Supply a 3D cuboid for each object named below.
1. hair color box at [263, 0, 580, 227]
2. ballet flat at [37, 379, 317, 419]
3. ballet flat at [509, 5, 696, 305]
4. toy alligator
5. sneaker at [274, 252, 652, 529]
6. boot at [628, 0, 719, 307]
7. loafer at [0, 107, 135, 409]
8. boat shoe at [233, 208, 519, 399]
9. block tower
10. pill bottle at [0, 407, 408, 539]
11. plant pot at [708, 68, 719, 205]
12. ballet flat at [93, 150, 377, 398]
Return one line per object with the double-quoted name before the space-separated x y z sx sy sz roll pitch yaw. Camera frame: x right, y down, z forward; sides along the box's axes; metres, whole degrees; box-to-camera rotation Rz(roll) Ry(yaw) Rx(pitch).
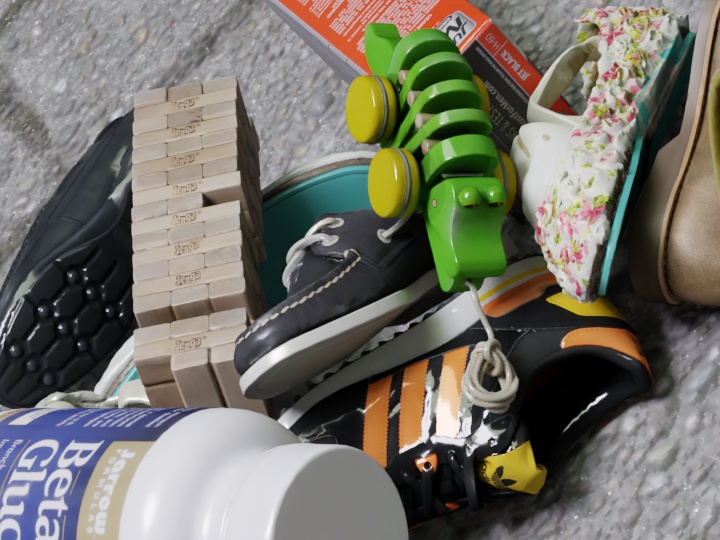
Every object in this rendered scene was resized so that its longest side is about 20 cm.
"hair color box" 0.025 -0.108 1.268 0.061 0.101 0.200 -46 38 1
"ballet flat" -0.114 0.078 1.215 0.199 0.070 0.070 -17 45 12
"ballet flat" 0.101 -0.055 1.140 0.064 0.076 0.200 16 37 9
"toy alligator" 0.041 -0.038 1.097 0.054 0.059 0.201 122 139 -49
"sneaker" 0.035 0.076 1.103 0.200 0.070 0.090 -37 40 -8
"boot" 0.181 -0.072 1.125 0.075 0.074 0.201 6 66 27
"loafer" -0.147 -0.010 1.380 0.070 0.068 0.201 -1 51 53
"boat shoe" 0.000 0.000 1.137 0.074 0.060 0.200 -35 -5 40
"block tower" -0.074 -0.010 1.190 0.054 0.058 0.201 -11 42 5
"pill bottle" -0.080 0.112 1.050 0.199 0.111 0.111 -3 55 42
"plant pot" 0.224 0.004 0.928 0.141 0.201 0.200 -16 41 -1
"ballet flat" -0.061 0.007 1.287 0.200 0.069 0.069 -45 37 5
